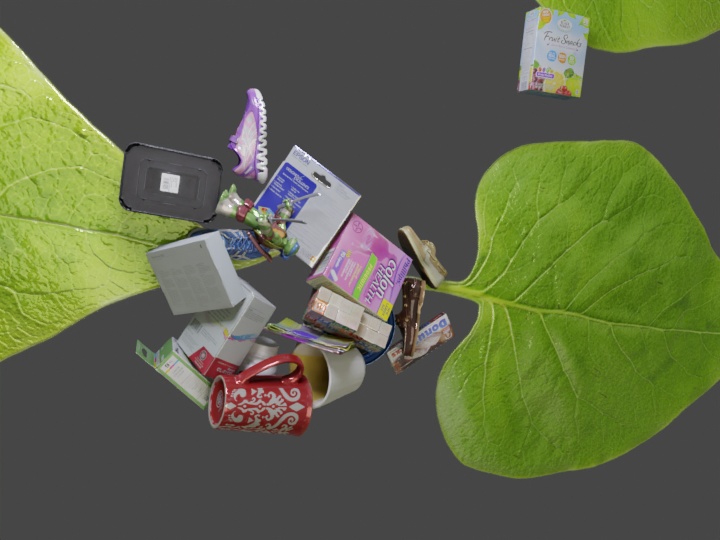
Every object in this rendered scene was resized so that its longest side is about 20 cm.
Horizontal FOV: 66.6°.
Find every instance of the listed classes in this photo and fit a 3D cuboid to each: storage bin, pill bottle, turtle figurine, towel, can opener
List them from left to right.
[{"bbox_3d":[-0.401,-0.185,1.165,0.195,0.094,0.139,8,98,-23],"label":"storage bin"},{"bbox_3d":[-0.259,0.262,1.296,0.109,0.111,0.205,15,95,-22],"label":"pill bottle"},{"bbox_3d":[-0.196,-0.132,1.170,0.191,0.201,0.146,27,52,-6],"label":"turtle figurine"},{"bbox_3d":[-0.119,0.121,1.355,0.052,0.066,0.205,17,87,-18],"label":"can opener"},{"bbox_3d":[-0.106,0.148,1.244,0.195,0.143,0.023,17,94,13],"label":"towel"}]

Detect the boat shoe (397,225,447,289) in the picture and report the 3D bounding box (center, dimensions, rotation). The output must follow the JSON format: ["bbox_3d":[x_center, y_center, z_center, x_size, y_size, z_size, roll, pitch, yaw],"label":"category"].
[{"bbox_3d":[0.163,-0.043,1.422,0.066,0.074,0.202,-41,121,-12],"label":"boat shoe"}]

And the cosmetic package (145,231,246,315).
[{"bbox_3d":[-0.354,0.009,1.174,0.052,0.196,0.154,-45,120,-51],"label":"cosmetic package"}]

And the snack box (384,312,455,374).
[{"bbox_3d":[0.162,0.197,1.489,0.197,0.024,0.073,-31,108,-12],"label":"snack box"}]

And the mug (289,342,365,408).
[{"bbox_3d":[-0.080,0.235,1.312,0.151,0.184,0.154,-1,94,-46],"label":"mug"}]

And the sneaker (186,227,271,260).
[{"bbox_3d":[-0.291,-0.056,1.240,0.195,0.077,0.078,-1,99,-22],"label":"sneaker"}]

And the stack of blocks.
[{"bbox_3d":[-0.029,0.119,1.282,0.197,0.115,0.060,27,68,-10],"label":"stack of blocks"}]

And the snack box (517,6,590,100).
[{"bbox_3d":[0.510,-0.569,1.449,0.164,0.068,0.206,0,99,-20],"label":"snack box"}]

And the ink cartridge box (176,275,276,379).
[{"bbox_3d":[-0.300,0.122,1.226,0.082,0.145,0.202,35,87,-48],"label":"ink cartridge box"}]

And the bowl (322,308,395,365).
[{"bbox_3d":[-0.006,0.144,1.408,0.196,0.039,0.206,-4,102,-20],"label":"bowl"}]

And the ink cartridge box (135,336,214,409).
[{"bbox_3d":[-0.408,0.214,1.234,0.059,0.104,0.200,-45,111,-7],"label":"ink cartridge box"}]

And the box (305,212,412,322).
[{"bbox_3d":[0.000,0.000,1.316,0.199,0.096,0.178,37,64,-21],"label":"box"}]

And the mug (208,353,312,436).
[{"bbox_3d":[-0.217,0.266,1.190,0.196,0.132,0.182,11,82,-32],"label":"mug"}]

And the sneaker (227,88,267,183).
[{"bbox_3d":[-0.250,-0.296,1.212,0.086,0.080,0.206,-1,102,-12],"label":"sneaker"}]

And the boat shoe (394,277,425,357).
[{"bbox_3d":[0.122,0.120,1.434,0.068,0.070,0.205,8,84,-5],"label":"boat shoe"}]

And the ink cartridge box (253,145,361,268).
[{"bbox_3d":[-0.130,-0.145,1.266,0.196,0.047,0.202,36,87,1],"label":"ink cartridge box"}]
